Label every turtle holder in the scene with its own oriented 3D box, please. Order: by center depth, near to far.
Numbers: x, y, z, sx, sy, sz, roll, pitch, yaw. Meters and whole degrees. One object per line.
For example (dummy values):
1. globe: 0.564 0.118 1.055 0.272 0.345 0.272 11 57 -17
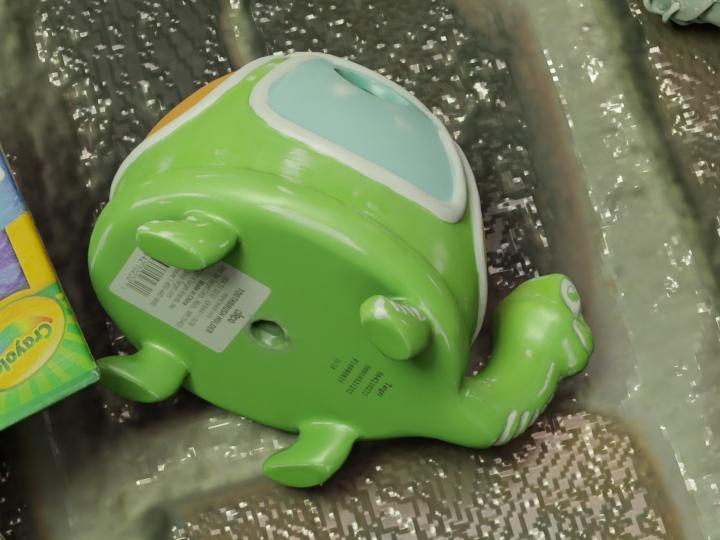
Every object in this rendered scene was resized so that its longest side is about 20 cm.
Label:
1. turtle holder: -0.004 -0.008 0.834 0.185 0.141 0.132 10 50 13

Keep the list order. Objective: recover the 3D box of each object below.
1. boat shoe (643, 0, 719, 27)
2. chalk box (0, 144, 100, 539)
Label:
1. boat shoe: 0.146 -0.140 0.936 0.071 0.070 0.202 -28 75 15
2. chalk box: -0.187 0.017 0.797 0.123 0.124 0.201 -26 99 -28
